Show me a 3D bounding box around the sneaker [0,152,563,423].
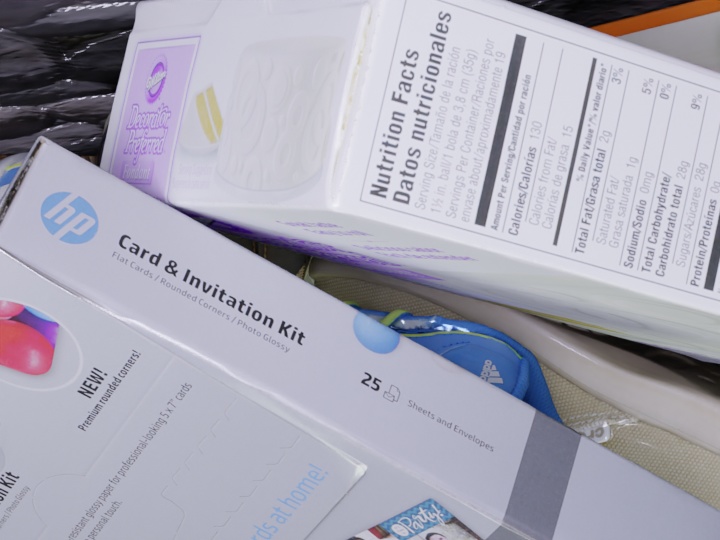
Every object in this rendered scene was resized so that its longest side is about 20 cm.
[{"bbox_3d":[-0.011,0.023,0.671,0.200,0.076,0.105,41,133,-16],"label":"sneaker"}]

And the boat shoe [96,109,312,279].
[{"bbox_3d":[-0.054,0.013,0.782,0.074,0.073,0.200,14,155,7],"label":"boat shoe"}]

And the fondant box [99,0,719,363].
[{"bbox_3d":[0.053,-0.019,0.608,0.200,0.058,0.144,16,175,-26],"label":"fondant box"}]

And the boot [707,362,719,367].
[{"bbox_3d":[0.150,0.007,0.801,0.200,0.070,0.132,-11,167,29],"label":"boot"}]

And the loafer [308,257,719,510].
[{"bbox_3d":[0.063,0.047,0.729,0.200,0.068,0.076,25,-171,28],"label":"loafer"}]

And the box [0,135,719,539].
[{"bbox_3d":[-0.028,0.068,0.630,0.200,0.041,0.156,28,138,-10],"label":"box"}]

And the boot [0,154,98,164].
[{"bbox_3d":[-0.121,0.020,0.815,0.075,0.107,0.200,-3,168,-8],"label":"boot"}]

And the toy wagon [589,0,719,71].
[{"bbox_3d":[0.100,-0.052,0.763,0.200,0.040,0.155,-11,170,27],"label":"toy wagon"}]

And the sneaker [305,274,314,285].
[{"bbox_3d":[0.000,0.000,0.916,0.092,0.076,0.200,2,170,26],"label":"sneaker"}]
